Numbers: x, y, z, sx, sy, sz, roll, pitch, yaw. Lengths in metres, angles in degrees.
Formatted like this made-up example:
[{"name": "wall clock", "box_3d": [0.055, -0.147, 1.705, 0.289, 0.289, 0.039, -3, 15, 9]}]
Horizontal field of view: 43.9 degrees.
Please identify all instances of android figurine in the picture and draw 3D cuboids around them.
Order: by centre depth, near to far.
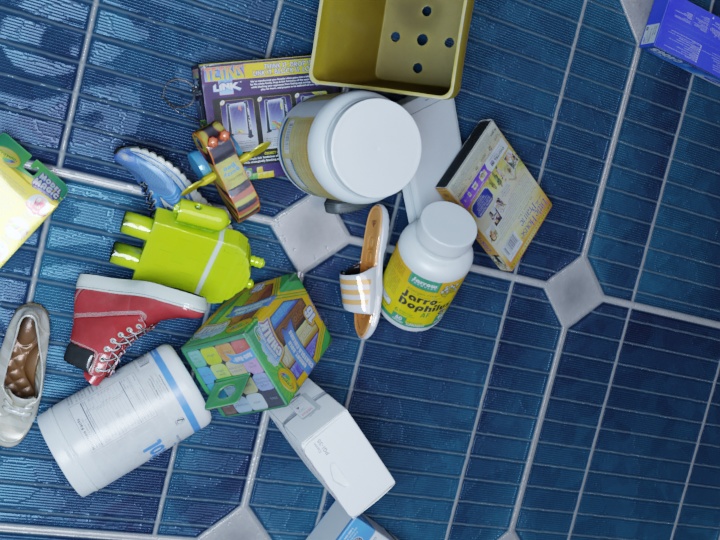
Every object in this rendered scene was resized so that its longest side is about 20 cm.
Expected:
[{"name": "android figurine", "box_3d": [-0.232, -0.019, 1.212, 0.200, 0.041, 0.182, 15, 133, -17]}]

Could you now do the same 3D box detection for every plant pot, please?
[{"name": "plant pot", "box_3d": [0.065, -0.338, 1.241, 0.200, 0.176, 0.200, 11, 97, 17]}]

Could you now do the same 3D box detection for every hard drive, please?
[{"name": "hard drive", "box_3d": [0.107, -0.170, 1.352, 0.132, 0.027, 0.200, -33, 121, -38]}]

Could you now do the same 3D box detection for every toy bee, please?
[{"name": "toy bee", "box_3d": [-0.191, -0.147, 1.166, 0.200, 0.109, 0.131, 40, 83, -23]}]

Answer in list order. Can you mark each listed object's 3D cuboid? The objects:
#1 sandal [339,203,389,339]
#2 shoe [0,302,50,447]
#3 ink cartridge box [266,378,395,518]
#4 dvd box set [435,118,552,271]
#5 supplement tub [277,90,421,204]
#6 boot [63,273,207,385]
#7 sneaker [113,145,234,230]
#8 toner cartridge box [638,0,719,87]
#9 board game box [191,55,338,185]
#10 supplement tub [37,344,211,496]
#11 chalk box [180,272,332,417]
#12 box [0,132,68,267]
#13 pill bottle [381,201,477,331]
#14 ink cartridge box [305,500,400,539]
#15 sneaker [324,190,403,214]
[{"name": "sandal", "box_3d": [-0.003, -0.001, 1.352, 0.059, 0.079, 0.207, 7, 88, -22]}, {"name": "shoe", "box_3d": [-0.459, 0.143, 1.194, 0.070, 0.053, 0.200, 10, 95, -24]}, {"name": "ink cartridge box", "box_3d": [-0.050, 0.250, 1.302, 0.083, 0.200, 0.147, -37, 111, -13]}, {"name": "dvd box set", "box_3d": [0.215, -0.117, 1.411, 0.200, 0.029, 0.146, 46, 67, -31]}, {"name": "supplement tub", "box_3d": [-0.017, -0.163, 1.185, 0.145, 0.200, 0.145, -4, 100, -22]}, {"name": "boot", "box_3d": [-0.298, 0.086, 1.179, 0.072, 0.200, 0.144, 30, 66, -65]}, {"name": "sneaker", "box_3d": [-0.265, -0.089, 1.223, 0.089, 0.079, 0.200, -48, 113, -11]}, {"name": "toner cartridge box", "box_3d": [0.581, -0.394, 1.542, 0.200, 0.043, 0.095, 18, 93, -24]}, {"name": "board game box", "box_3d": [-0.128, -0.216, 1.270, 0.200, 0.057, 0.165, -9, 100, -21]}, {"name": "supplement tub", "box_3d": [-0.319, 0.202, 1.221, 0.200, 0.132, 0.132, -30, 109, -15]}, {"name": "chalk box", "box_3d": [-0.150, 0.114, 1.229, 0.124, 0.125, 0.200, 63, 34, -19]}, {"name": "box", "box_3d": [-0.485, -0.070, 1.152, 0.200, 0.048, 0.117, -48, 112, -6]}, {"name": "pill bottle", "box_3d": [0.100, -0.007, 1.314, 0.113, 0.200, 0.113, 9, 52, -11]}, {"name": "ink cartridge box", "box_3d": [0.005, 0.483, 1.428, 0.200, 0.084, 0.145, 41, 82, -23]}, {"name": "sneaker", "box_3d": [0.023, -0.161, 1.340, 0.200, 0.060, 0.104, -22, 111, -27]}]
